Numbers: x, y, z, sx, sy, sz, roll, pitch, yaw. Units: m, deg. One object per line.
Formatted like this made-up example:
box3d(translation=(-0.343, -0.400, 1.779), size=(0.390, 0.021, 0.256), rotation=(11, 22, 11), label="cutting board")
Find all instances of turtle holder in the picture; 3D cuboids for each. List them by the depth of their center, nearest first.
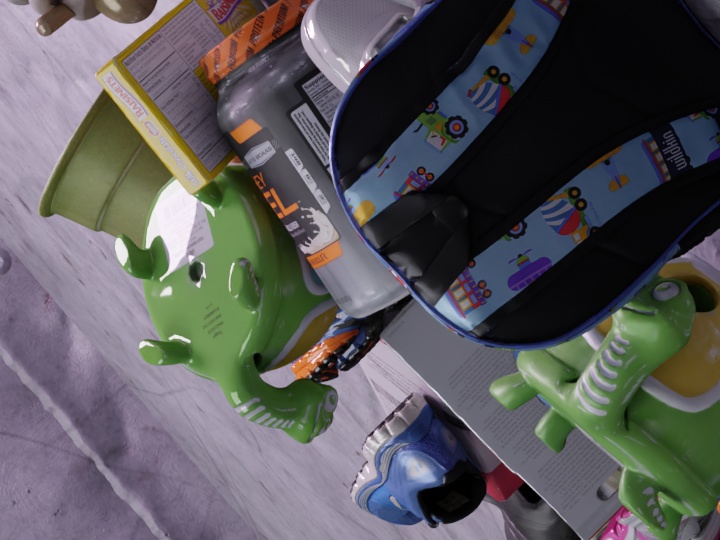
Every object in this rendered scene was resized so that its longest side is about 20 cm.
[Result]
box3d(translation=(0.156, 0.053, 1.146), size=(0.185, 0.132, 0.141), rotation=(42, 178, -41), label="turtle holder")
box3d(translation=(-0.068, 0.012, 1.423), size=(0.131, 0.141, 0.186), rotation=(0, -143, -45), label="turtle holder")

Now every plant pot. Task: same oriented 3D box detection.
box3d(translation=(-0.121, -0.073, 1.641), size=(0.189, 0.201, 0.200), rotation=(34, 165, 0), label="plant pot")

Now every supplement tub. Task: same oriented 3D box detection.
box3d(translation=(-0.012, -0.081, 1.351), size=(0.201, 0.122, 0.122), rotation=(56, 165, -4), label="supplement tub")

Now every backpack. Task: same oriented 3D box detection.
box3d(translation=(0.082, -0.055, 1.012), size=(0.183, 0.200, 0.135), rotation=(46, 166, 1), label="backpack")

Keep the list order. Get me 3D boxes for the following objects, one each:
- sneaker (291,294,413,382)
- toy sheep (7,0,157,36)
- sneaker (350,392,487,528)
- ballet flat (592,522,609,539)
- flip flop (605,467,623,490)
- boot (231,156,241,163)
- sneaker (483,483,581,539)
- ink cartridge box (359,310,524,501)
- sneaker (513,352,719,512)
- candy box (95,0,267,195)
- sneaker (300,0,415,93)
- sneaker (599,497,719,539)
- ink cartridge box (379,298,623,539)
box3d(translation=(0.000, 0.000, 1.485), size=(0.075, 0.200, 0.079), rotation=(-11, -119, -55), label="sneaker")
box3d(translation=(-0.231, -0.253, 1.534), size=(0.200, 0.138, 0.138), rotation=(40, 165, 4), label="toy sheep")
box3d(translation=(0.047, 0.170, 1.615), size=(0.089, 0.078, 0.200), rotation=(45, 166, 15), label="sneaker")
box3d(translation=(0.214, 0.247, 1.711), size=(0.069, 0.069, 0.200), rotation=(35, 161, 40), label="ballet flat")
box3d(translation=(0.152, 0.103, 1.511), size=(0.081, 0.058, 0.200), rotation=(30, 158, 50), label="flip flop")
box3d(translation=(-0.105, -0.068, 1.521), size=(0.199, 0.155, 0.074), rotation=(29, -155, -5), label="boot")
box3d(translation=(0.123, 0.163, 1.755), size=(0.200, 0.076, 0.091), rotation=(40, 146, 37), label="sneaker")
box3d(translation=(0.064, 0.068, 1.620), size=(0.145, 0.084, 0.200), rotation=(34, 161, 39), label="ink cartridge box")
box3d(translation=(0.179, 0.068, 1.318), size=(0.200, 0.075, 0.079), rotation=(32, 148, 29), label="sneaker")
box3d(translation=(-0.102, -0.135, 1.413), size=(0.026, 0.200, 0.102), rotation=(-35, 99, 32), label="candy box")
box3d(translation=(0.050, -0.125, 1.196), size=(0.199, 0.074, 0.116), rotation=(33, 161, 15), label="sneaker")
box3d(translation=(0.229, 0.175, 1.455), size=(0.088, 0.082, 0.200), rotation=(30, 160, 8), label="sneaker")
box3d(translation=(0.120, 0.077, 1.419), size=(0.200, 0.109, 0.050), rotation=(46, -178, 6), label="ink cartridge box")
